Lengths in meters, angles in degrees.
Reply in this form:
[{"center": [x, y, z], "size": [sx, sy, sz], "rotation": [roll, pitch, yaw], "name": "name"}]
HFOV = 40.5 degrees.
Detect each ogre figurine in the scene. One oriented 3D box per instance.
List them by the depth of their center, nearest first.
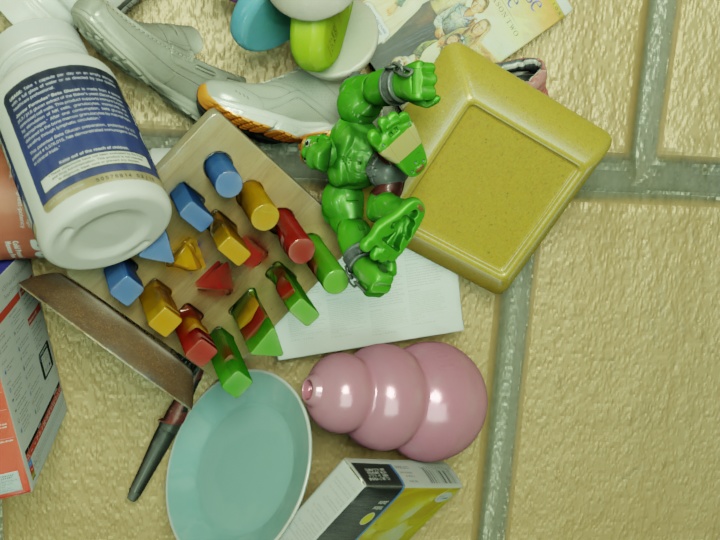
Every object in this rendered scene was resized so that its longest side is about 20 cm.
[{"center": [0.009, -0.089, 0.854], "size": [0.098, 0.120, 0.201], "rotation": [-21, 122, -21], "name": "ogre figurine"}]

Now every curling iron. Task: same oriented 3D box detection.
[{"center": [-0.206, 0.155, 1.029], "size": [0.049, 0.026, 0.201], "rotation": [10, 110, -48], "name": "curling iron"}]

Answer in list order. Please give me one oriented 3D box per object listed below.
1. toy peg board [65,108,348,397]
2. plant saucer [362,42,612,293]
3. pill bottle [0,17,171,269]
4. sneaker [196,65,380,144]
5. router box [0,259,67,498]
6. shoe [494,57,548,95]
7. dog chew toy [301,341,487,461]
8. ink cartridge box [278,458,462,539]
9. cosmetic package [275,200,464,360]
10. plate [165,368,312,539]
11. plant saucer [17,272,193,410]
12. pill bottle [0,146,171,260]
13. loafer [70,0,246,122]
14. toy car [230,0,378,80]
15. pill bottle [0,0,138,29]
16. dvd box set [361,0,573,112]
[{"center": [-0.122, -0.001, 0.887], "size": [0.200, 0.098, 0.199], "rotation": [-46, 124, 4], "name": "toy peg board"}, {"center": [0.117, -0.082, 0.930], "size": [0.199, 0.048, 0.200], "rotation": [26, 111, -20], "name": "plant saucer"}, {"center": [-0.243, -0.111, 0.820], "size": [0.111, 0.111, 0.200], "rotation": [-27, 69, -1], "name": "pill bottle"}, {"center": [-0.064, -0.167, 0.936], "size": [0.199, 0.076, 0.092], "rotation": [8, 86, -36], "name": "sneaker"}, {"center": [-0.332, 0.088, 0.908], "size": [0.049, 0.200, 0.180], "rotation": [-11, 104, -5], "name": "router box"}, {"center": [0.096, -0.144, 0.963], "size": [0.199, 0.072, 0.091], "rotation": [-19, 132, -8], "name": "shoe"}, {"center": [0.031, 0.128, 0.988], "size": [0.199, 0.124, 0.125], "rotation": [11, 103, -33], "name": "dog chew toy"}, {"center": [-0.014, 0.274, 1.002], "size": [0.200, 0.047, 0.197], "rotation": [-51, 149, 15], "name": "ink cartridge box"}, {"center": [0.000, 0.000, 1.009], "size": [0.199, 0.052, 0.151], "rotation": [-8, 107, -6], "name": "cosmetic package"}, {"center": [-0.120, 0.199, 0.985], "size": [0.026, 0.200, 0.200], "rotation": [30, 100, -46], "name": "plate"}, {"center": [-0.232, 0.061, 0.923], "size": [0.200, 0.200, 0.035], "rotation": [39, 79, -15], "name": "plant saucer"}, {"center": [-0.275, -0.069, 0.921], "size": [0.199, 0.112, 0.113], "rotation": [-3, 104, -7], "name": "pill bottle"}, {"center": [-0.178, -0.198, 0.889], "size": [0.070, 0.070, 0.200], "rotation": [-58, 146, -2], "name": "loafer"}, {"center": [-0.059, -0.272, 0.855], "size": [0.149, 0.175, 0.201], "rotation": [4, 78, 8], "name": "toy car"}, {"center": [-0.233, -0.289, 0.873], "size": [0.200, 0.111, 0.111], "rotation": [-42, 106, 3], "name": "pill bottle"}, {"center": [0.091, -0.260, 0.968], "size": [0.200, 0.029, 0.147], "rotation": [-35, 106, 2], "name": "dvd box set"}]
